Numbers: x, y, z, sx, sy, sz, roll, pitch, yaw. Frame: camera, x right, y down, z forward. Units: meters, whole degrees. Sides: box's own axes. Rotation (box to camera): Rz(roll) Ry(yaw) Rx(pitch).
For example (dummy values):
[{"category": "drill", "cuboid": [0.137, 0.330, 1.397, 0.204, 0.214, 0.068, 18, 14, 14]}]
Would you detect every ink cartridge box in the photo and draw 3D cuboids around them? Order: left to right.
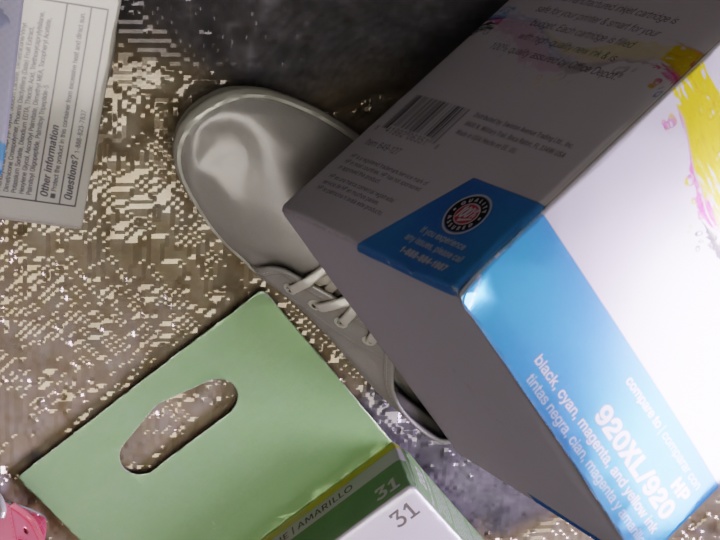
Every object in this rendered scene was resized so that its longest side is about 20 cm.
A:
[{"category": "ink cartridge box", "cuboid": [-0.036, 0.127, 0.921, 0.145, 0.048, 0.200, -37, 118, 7]}, {"category": "ink cartridge box", "cuboid": [0.106, -0.023, 0.794, 0.200, 0.147, 0.145, -42, 118, -12]}]

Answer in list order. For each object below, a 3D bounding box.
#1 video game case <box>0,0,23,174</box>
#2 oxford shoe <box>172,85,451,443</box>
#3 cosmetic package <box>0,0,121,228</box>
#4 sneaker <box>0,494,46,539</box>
[{"category": "video game case", "cuboid": [-0.185, -0.139, 0.720, 0.142, 0.018, 0.202, 8, 76, -15]}, {"category": "oxford shoe", "cuboid": [0.000, 0.000, 0.864, 0.075, 0.058, 0.200, -39, 114, 10]}, {"category": "cosmetic package", "cuboid": [-0.196, -0.086, 0.776, 0.198, 0.071, 0.106, 9, 112, -15]}, {"category": "sneaker", "cuboid": [-0.183, 0.114, 0.884, 0.087, 0.074, 0.201, -35, 114, -25]}]
